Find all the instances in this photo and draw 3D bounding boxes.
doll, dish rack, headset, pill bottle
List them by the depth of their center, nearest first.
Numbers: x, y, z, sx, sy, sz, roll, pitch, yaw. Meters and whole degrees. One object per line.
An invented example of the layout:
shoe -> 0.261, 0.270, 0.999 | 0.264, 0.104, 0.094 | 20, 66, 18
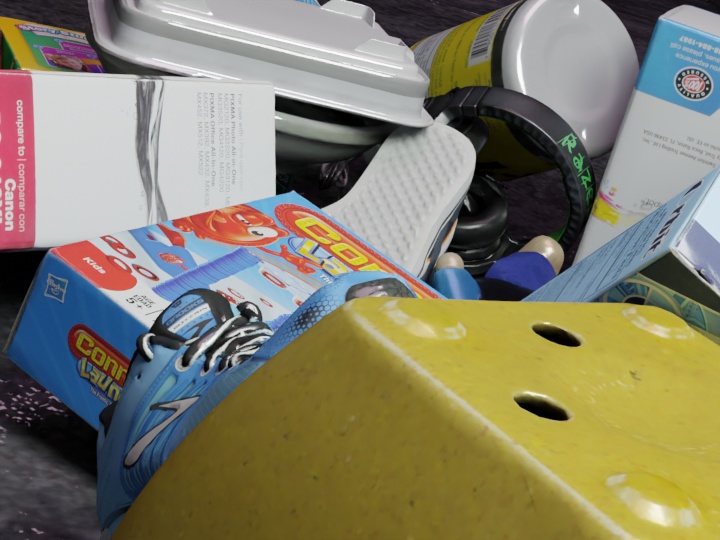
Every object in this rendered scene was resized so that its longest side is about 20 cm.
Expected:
doll -> 0.095, 0.039, 0.912 | 0.136, 0.049, 0.200 | 42, 24, 5
dish rack -> -0.057, -0.141, 0.969 | 0.198, 0.044, 0.172 | 12, 17, -16
headset -> 0.061, -0.066, 1.072 | 0.198, 0.124, 0.094 | 1, 35, 31
pill bottle -> 0.088, -0.117, 1.139 | 0.113, 0.116, 0.199 | 5, -9, -33

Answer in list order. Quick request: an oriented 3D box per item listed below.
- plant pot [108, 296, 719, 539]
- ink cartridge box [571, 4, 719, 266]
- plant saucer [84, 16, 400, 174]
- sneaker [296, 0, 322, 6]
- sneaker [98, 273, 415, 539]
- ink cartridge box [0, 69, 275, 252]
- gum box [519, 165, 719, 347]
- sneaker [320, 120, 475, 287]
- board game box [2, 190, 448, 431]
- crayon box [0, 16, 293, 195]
plant pot -> 0.043, 0.119, 0.410 | 0.194, 0.202, 0.194 | 3, 23, -38
ink cartridge box -> 0.231, -0.046, 1.041 | 0.146, 0.202, 0.146 | 21, 17, 12
plant saucer -> -0.075, -0.102, 0.999 | 0.198, 0.051, 0.200 | 18, 17, -6
sneaker -> -0.046, -0.187, 1.119 | 0.078, 0.091, 0.200 | 6, -19, 36
sneaker -> -0.045, 0.044, 0.526 | 0.078, 0.200, 0.091 | -7, 69, -34
ink cartridge box -> -0.158, -0.052, 0.820 | 0.144, 0.084, 0.199 | 0, 2, 44
gum box -> 0.110, 0.074, 0.537 | 0.170, 0.200, 0.045 | 43, 56, -5
sneaker -> 0.000, 0.000, 0.918 | 0.078, 0.080, 0.200 | 32, 47, 16
board game box -> -0.017, 0.051, 0.723 | 0.199, 0.056, 0.195 | 35, 24, 19
crayon box -> -0.149, -0.110, 1.103 | 0.198, 0.059, 0.119 | 9, 20, -25
